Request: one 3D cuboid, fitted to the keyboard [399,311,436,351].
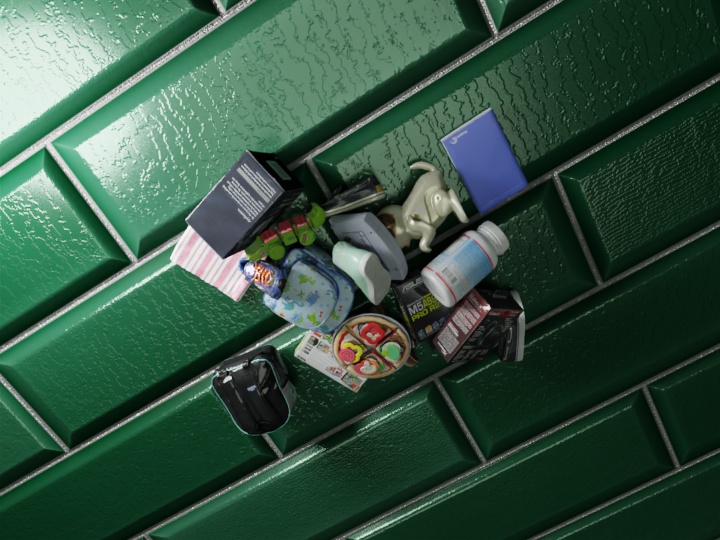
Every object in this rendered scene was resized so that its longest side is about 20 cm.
[{"bbox_3d":[0.156,0.116,1.325,0.126,0.021,0.203,-30,109,-21],"label":"keyboard"}]

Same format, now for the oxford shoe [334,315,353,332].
[{"bbox_3d":[0.020,0.187,1.330,0.199,0.076,0.058,40,134,-11],"label":"oxford shoe"}]

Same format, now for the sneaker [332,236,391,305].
[{"bbox_3d":[0.000,0.000,1.214,0.074,0.117,0.201,-52,149,-18],"label":"sneaker"}]

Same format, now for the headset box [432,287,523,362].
[{"bbox_3d":[0.291,0.128,1.270,0.147,0.078,0.202,5,126,-42],"label":"headset box"}]

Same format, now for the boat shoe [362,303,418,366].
[{"bbox_3d":[0.088,0.165,1.330,0.072,0.076,0.200,-40,108,8],"label":"boat shoe"}]

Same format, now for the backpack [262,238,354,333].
[{"bbox_3d":[-0.115,0.052,1.243,0.198,0.148,0.184,30,109,-16],"label":"backpack"}]

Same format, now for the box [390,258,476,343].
[{"bbox_3d":[0.189,0.061,1.282,0.197,0.044,0.163,-27,110,-12],"label":"box"}]

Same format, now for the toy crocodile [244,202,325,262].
[{"bbox_3d":[-0.166,-0.081,1.155,0.197,0.068,0.062,-27,136,-5],"label":"toy crocodile"}]

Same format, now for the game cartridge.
[{"bbox_3d":[0.026,-0.054,1.205,0.041,0.132,0.201,-57,130,-26],"label":"game cartridge"}]

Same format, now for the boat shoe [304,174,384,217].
[{"bbox_3d":[-0.041,-0.167,1.206,0.197,0.075,0.063,-18,95,14],"label":"boat shoe"}]

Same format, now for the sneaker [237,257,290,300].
[{"bbox_3d":[-0.221,0.013,1.165,0.077,0.199,0.077,20,87,-33],"label":"sneaker"}]

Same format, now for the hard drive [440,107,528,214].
[{"bbox_3d":[0.291,-0.252,1.217,0.131,0.025,0.202,-30,108,8],"label":"hard drive"}]

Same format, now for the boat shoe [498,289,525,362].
[{"bbox_3d":[0.379,0.147,1.341,0.066,0.072,0.203,-8,117,-1],"label":"boat shoe"}]

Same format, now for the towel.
[{"bbox_3d":[-0.344,-0.032,1.265,0.198,0.030,0.147,33,104,-13],"label":"towel"}]

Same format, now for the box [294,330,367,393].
[{"bbox_3d":[-0.061,0.225,1.363,0.198,0.035,0.111,34,105,-13],"label":"box"}]

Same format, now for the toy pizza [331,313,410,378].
[{"bbox_3d":[0.026,0.193,1.275,0.196,0.032,0.204,0,121,1],"label":"toy pizza"}]

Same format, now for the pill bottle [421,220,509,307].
[{"bbox_3d":[0.243,-0.019,1.201,0.199,0.109,0.109,-40,107,-7],"label":"pill bottle"}]

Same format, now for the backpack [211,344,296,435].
[{"bbox_3d":[-0.256,0.302,1.319,0.173,0.153,0.203,-22,99,8],"label":"backpack"}]

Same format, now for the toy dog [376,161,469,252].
[{"bbox_3d":[0.125,-0.129,1.196,0.198,0.140,0.196,-30,99,9],"label":"toy dog"}]

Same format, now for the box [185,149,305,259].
[{"bbox_3d":[-0.241,-0.146,1.131,0.200,0.197,0.118,-44,93,12],"label":"box"}]
